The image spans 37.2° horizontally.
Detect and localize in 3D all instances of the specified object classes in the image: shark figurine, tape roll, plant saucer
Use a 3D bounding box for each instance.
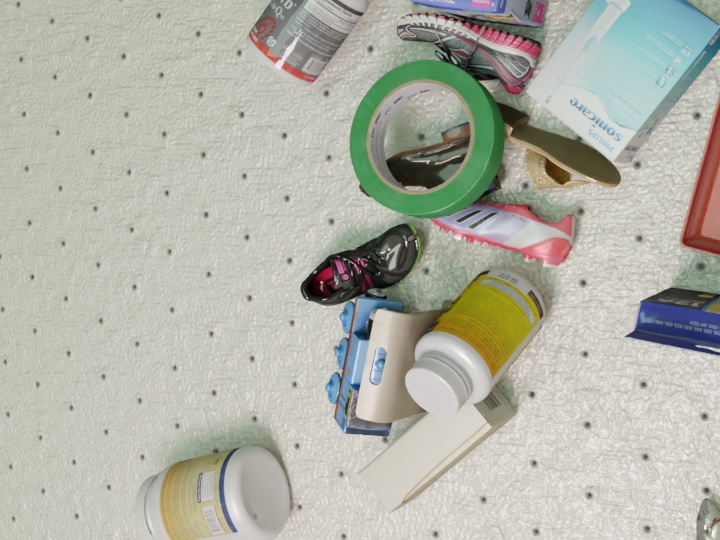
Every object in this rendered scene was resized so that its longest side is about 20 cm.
[{"bbox_3d":[0.397,0.401,1.306,0.128,0.214,0.089,45,156,-12],"label":"shark figurine"},{"bbox_3d":[0.085,-0.169,1.385,0.200,0.048,0.201,-2,85,25],"label":"tape roll"},{"bbox_3d":[0.499,-0.099,1.255,0.200,0.037,0.200,17,101,25],"label":"plant saucer"}]

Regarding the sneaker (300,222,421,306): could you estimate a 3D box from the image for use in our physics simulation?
[{"bbox_3d":[0.000,0.000,1.497,0.200,0.084,0.077,-32,79,26],"label":"sneaker"}]

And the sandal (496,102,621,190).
[{"bbox_3d":[0.236,-0.140,1.383,0.212,0.078,0.070,35,129,24],"label":"sandal"}]

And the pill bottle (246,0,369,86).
[{"bbox_3d":[-0.060,-0.367,1.489,0.116,0.116,0.200,46,111,18],"label":"pill bottle"}]

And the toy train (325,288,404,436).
[{"bbox_3d":[0.012,0.128,1.476,0.114,0.087,0.200,-138,57,-67],"label":"toy train"}]

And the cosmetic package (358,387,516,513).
[{"bbox_3d":[0.104,0.233,1.447,0.200,0.104,0.073,-46,74,23],"label":"cosmetic package"}]

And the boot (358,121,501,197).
[{"bbox_3d":[0.094,-0.120,1.447,0.200,0.075,0.097,-26,78,25],"label":"boot"}]

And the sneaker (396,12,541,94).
[{"bbox_3d":[0.134,-0.292,1.412,0.200,0.081,0.075,22,105,24],"label":"sneaker"}]

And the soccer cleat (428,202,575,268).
[{"bbox_3d":[0.185,-0.062,1.411,0.200,0.067,0.077,20,94,23],"label":"soccer cleat"}]

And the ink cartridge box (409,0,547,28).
[{"bbox_3d":[0.143,-0.338,1.335,0.119,0.200,0.042,14,99,27],"label":"ink cartridge box"}]

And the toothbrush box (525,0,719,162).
[{"bbox_3d":[0.326,-0.252,1.309,0.146,0.085,0.200,42,110,18],"label":"toothbrush box"}]

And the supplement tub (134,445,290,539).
[{"bbox_3d":[-0.223,0.349,1.602,0.200,0.144,0.144,-17,85,27],"label":"supplement tub"}]

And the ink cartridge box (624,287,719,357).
[{"bbox_3d":[0.422,0.061,1.213,0.198,0.200,0.047,10,99,27],"label":"ink cartridge box"}]

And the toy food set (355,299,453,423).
[{"bbox_3d":[0.062,0.113,1.405,0.060,0.200,0.144,17,100,29],"label":"toy food set"}]

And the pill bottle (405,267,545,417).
[{"bbox_3d":[0.143,0.092,1.353,0.109,0.200,0.109,26,140,24],"label":"pill bottle"}]
